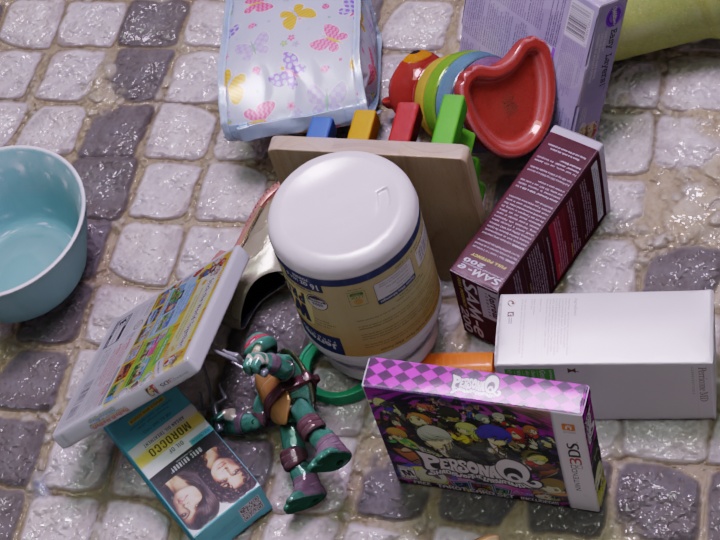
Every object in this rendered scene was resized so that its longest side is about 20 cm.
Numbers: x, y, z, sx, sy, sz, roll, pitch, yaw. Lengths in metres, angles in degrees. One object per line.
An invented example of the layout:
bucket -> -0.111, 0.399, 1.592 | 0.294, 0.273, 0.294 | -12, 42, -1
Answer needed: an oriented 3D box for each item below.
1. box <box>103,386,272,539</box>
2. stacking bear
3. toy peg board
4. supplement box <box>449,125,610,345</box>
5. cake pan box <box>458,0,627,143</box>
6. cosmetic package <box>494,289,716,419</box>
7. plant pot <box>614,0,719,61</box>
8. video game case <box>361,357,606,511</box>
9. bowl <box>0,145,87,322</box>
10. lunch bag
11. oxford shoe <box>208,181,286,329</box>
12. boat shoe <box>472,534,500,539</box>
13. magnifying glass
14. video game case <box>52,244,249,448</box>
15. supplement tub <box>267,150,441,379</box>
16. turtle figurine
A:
box -> -0.177, 0.181, 1.615 | 0.082, 0.049, 0.200 | -37, 55, -13
stacking bear -> 0.102, -0.185, 1.748 | 0.121, 0.114, 0.199 | -30, 25, -25
toy peg board -> 0.034, -0.090, 1.659 | 0.197, 0.201, 0.098 | 4, 55, 17
supplement box -> 0.171, -0.032, 1.640 | 0.061, 0.109, 0.200 | 24, 63, 27
cake pan box -> 0.184, -0.245, 1.732 | 0.052, 0.201, 0.184 | -26, 48, -34
cosmetic package -> 0.232, 0.079, 1.547 | 0.198, 0.108, 0.085 | -1, 55, 15
plant pot -> 0.299, -0.309, 1.770 | 0.183, 0.201, 0.201 | -21, 52, 13
video game case -> 0.114, 0.148, 1.482 | 0.198, 0.182, 0.036 | 7, 57, 18
bowl -> -0.373, -0.023, 1.775 | 0.199, 0.105, 0.202 | -7, 53, 10
lunch bag -> -0.066, -0.217, 1.821 | 0.168, 0.128, 0.201 | -10, 42, 10
oxford shoe -> -0.089, -0.022, 1.729 | 0.074, 0.071, 0.201 | 31, 78, 27
boat shoe -> 0.043, 0.302, 1.462 | 0.199, 0.071, 0.070 | -25, 82, 6
magnifying glass -> 0.034, 0.095, 1.642 | 0.198, 0.022, 0.080 | -3, 54, 15
video game case -> -0.202, 0.073, 1.619 | 0.181, 0.023, 0.200 | -30, 22, 27
supplement tub -> 0.000, 0.000, 1.581 | 0.143, 0.201, 0.145 | -7, 51, 9
turtle figurine -> -0.084, 0.124, 1.589 | 0.100, 0.150, 0.201 | -20, 59, -23
